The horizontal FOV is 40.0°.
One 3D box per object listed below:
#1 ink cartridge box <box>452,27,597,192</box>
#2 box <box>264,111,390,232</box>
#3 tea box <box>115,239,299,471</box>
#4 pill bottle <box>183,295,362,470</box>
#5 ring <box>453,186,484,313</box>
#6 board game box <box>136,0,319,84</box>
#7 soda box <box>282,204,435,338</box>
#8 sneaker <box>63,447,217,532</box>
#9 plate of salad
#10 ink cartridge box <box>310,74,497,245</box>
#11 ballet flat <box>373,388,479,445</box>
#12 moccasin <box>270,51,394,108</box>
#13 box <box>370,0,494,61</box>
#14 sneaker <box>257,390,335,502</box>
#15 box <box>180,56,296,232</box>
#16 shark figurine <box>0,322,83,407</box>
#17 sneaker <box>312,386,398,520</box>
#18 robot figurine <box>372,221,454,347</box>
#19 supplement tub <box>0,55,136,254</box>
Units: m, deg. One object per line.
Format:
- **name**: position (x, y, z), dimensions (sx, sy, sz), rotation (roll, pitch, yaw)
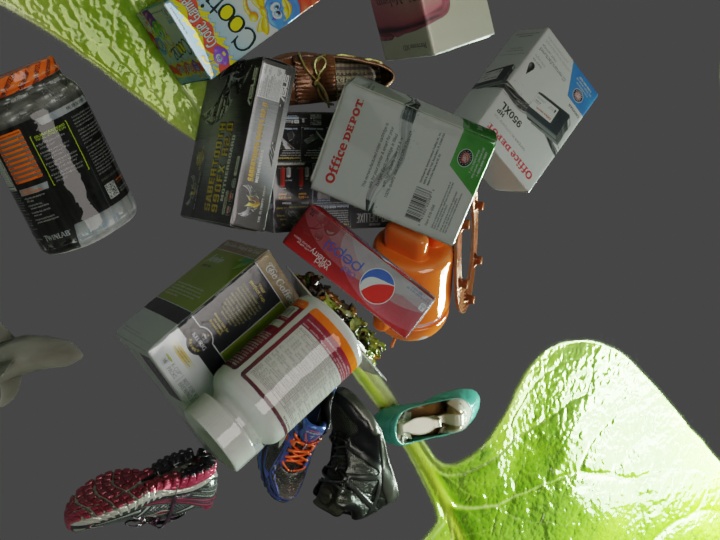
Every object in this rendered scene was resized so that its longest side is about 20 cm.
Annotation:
- **ink cartridge box**: position (0.241, -0.237, 1.477), dimensions (0.145, 0.084, 0.201), rotation (44, 75, -27)
- **box**: position (-0.040, -0.135, 1.342), dimensions (0.199, 0.050, 0.159), rotation (-5, 100, -30)
- **tea box**: position (-0.162, 0.102, 1.253), dimensions (0.196, 0.133, 0.201), rotation (-40, 115, -19)
- **pill bottle**: position (-0.101, 0.130, 1.151), dimensions (0.200, 0.109, 0.110), rotation (-42, 115, -19)
- **ring**: position (0.157, -0.039, 1.413), dimensions (0.019, 0.200, 0.202), rotation (4, 90, 14)
- **board game box**: position (-0.155, -0.329, 1.216), dimensions (0.200, 0.105, 0.103), rotation (-41, 114, -21)
- **soda box**: position (0.000, 0.000, 1.263), dimensions (0.200, 0.070, 0.064), rotation (38, 96, 5)
- **sneaker**: position (-0.271, 0.293, 1.246), dimensions (0.199, 0.081, 0.075), rotation (-12, 115, -25)
- **plate of salad**: position (-0.025, 0.063, 1.292), dimensions (0.048, 0.200, 0.200), rotation (-40, 116, -2)
- **ink cartridge box**: position (0.053, -0.141, 1.249), dimensions (0.199, 0.083, 0.147), rotation (23, 109, -1)
- **ballet flat**: position (0.112, 0.223, 1.470), dimensions (0.199, 0.070, 0.068), rotation (-8, 100, -30)
- **moccasin**: position (-0.047, -0.251, 1.306), dimensions (0.200, 0.078, 0.074), rotation (-2, 98, -31)
- **box**: position (0.082, -0.397, 1.335), dimensions (0.108, 0.128, 0.202), rotation (-24, 108, -26)
- **sneaker**: position (-0.084, 0.219, 1.348), dimensions (0.075, 0.078, 0.202), rotation (14, 89, -31)
- **box**: position (-0.152, -0.154, 1.210), dimensions (0.048, 0.158, 0.202), rotation (12, 91, -33)
- **shark figurine**: position (-0.428, 0.139, 1.128), dimensions (0.215, 0.089, 0.128), rotation (-50, 116, -18)
- **sneaker**: position (-0.021, 0.268, 1.393), dimensions (0.114, 0.076, 0.201), rotation (-30, 116, -31)
- **robot figurine**: position (0.072, 0.013, 1.373), dimensions (0.116, 0.144, 0.201), rotation (0, 129, -3)
- **supplement tub**: position (-0.347, -0.130, 1.118), dimensions (0.122, 0.122, 0.201), rotation (-31, 111, -24)
